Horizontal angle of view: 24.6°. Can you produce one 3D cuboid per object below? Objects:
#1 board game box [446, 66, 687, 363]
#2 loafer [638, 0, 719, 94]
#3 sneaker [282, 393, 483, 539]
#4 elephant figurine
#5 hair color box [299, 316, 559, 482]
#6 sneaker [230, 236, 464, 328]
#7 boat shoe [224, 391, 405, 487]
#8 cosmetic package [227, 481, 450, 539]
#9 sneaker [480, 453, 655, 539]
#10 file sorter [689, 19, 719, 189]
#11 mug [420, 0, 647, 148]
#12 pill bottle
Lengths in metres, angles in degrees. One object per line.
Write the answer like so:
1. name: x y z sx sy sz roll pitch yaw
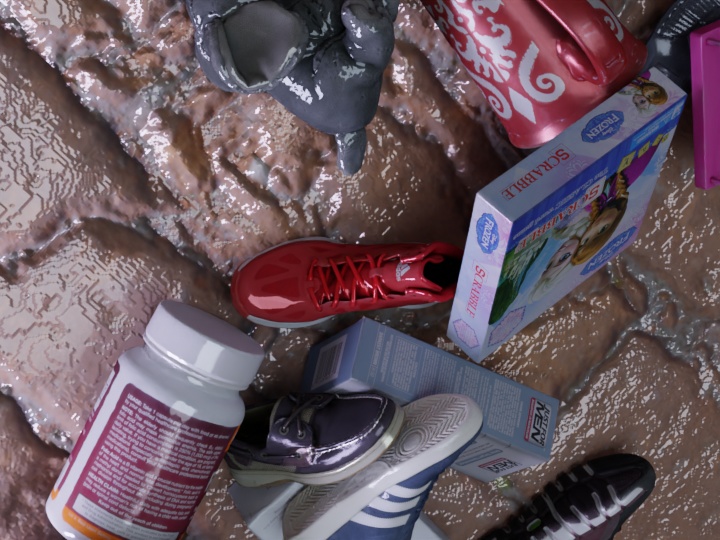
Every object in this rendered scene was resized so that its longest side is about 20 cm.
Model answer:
1. board game box: 0.163 -0.042 1.330 0.200 0.041 0.200 -36 155 -25
2. loafer: 0.268 -0.180 1.423 0.072 0.063 0.200 41 87 -8
3. sneaker: 0.033 0.179 1.349 0.200 0.075 0.085 -37 118 20
4. elephant figurine: -0.078 -0.191 1.288 0.200 0.155 0.142 10 146 -9
5. hair color box: 0.059 0.114 1.413 0.200 0.099 0.061 24 62 -21
6. sneaker: 0.000 0.000 1.351 0.200 0.116 0.078 -10 86 -21
7. boat shoe: -0.050 0.132 1.354 0.065 0.200 0.072 48 51 -24
8. cosmetic package: -0.005 0.232 1.447 0.113 0.081 0.200 -42 114 -1
9. sneaker: 0.202 0.259 1.528 0.200 0.076 0.116 -33 118 6
10. file sorter: 0.392 -0.151 1.385 0.200 0.125 0.139 -25 121 -32
11. mug: 0.134 -0.220 1.312 0.200 0.177 0.133 51 55 -18
12. pill bottle: -0.165 0.133 1.350 0.114 0.114 0.200 25 98 -22
